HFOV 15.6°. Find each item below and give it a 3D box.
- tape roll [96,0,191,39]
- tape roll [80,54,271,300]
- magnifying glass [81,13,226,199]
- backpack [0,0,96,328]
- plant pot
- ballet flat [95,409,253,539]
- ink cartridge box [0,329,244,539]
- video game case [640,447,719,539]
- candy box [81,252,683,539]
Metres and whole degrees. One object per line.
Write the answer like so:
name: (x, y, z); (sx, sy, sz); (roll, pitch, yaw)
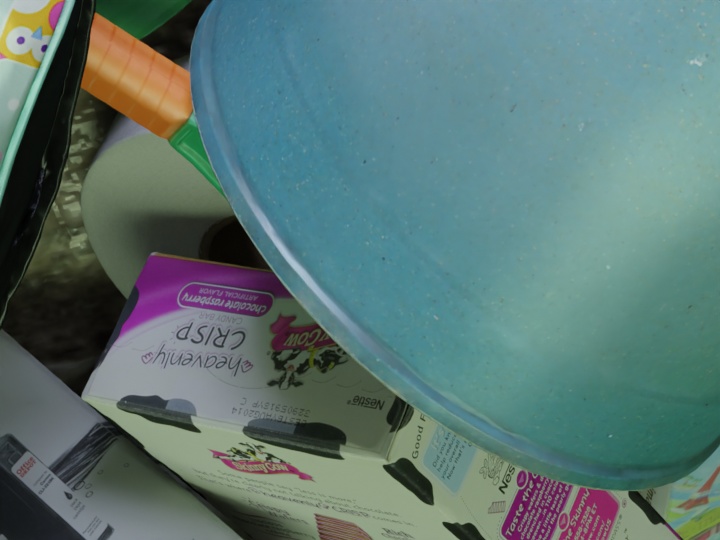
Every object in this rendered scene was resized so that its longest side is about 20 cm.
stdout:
tape roll: (-0.127, -0.139, 0.790); (0.199, 0.048, 0.201); (-6, 140, -5)
tape roll: (0.000, 0.000, 0.913); (0.201, 0.037, 0.203); (19, 151, 11)
magnifying glass: (-0.036, -0.039, 0.819); (0.199, 0.023, 0.080); (31, 153, -13)
backpack: (-0.147, -0.069, 0.695); (0.152, 0.176, 0.201); (19, 118, -23)
plant pot: (0.084, -0.076, 0.738); (0.199, 0.201, 0.188); (20, 127, -31)
ballet flat: (-0.030, 0.113, 1.026); (0.200, 0.064, 0.067); (42, 122, -7)
ink cartridge box: (-0.089, 0.132, 0.960); (0.084, 0.200, 0.145); (-39, 139, -17)
video game case: (0.196, 0.054, 1.047); (0.199, 0.022, 0.183); (-23, 143, -21)
candy box: (0.017, 0.074, 0.904); (0.136, 0.061, 0.200); (9, 155, 39)
